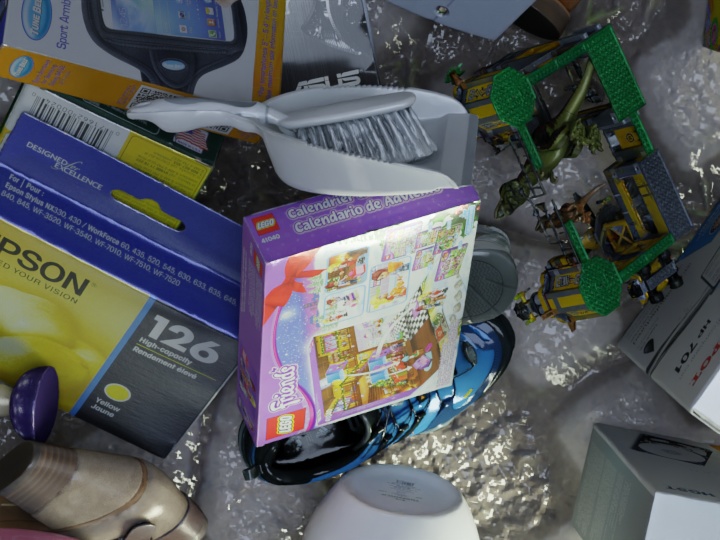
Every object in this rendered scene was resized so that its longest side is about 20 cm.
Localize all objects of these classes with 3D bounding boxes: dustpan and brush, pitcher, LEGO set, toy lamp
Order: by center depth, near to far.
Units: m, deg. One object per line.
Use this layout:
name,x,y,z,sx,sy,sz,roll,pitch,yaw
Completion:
dustpan and brush,-0.035,-0.083,1.531,0.200,0.140,0.057,-7,111,7
toy lamp,-0.296,0.072,1.672,0.200,0.058,0.058,6,99,10
LEGO set,0.114,-0.059,1.674,0.154,0.116,0.200,-44,110,-35
pitcher,-0.012,0.230,1.722,0.171,0.121,0.200,9,110,0

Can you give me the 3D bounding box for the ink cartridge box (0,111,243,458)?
ink cartridge box,-0.166,0.017,1.643,0.198,0.047,0.200,27,138,-10

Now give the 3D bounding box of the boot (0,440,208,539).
boot,-0.204,0.177,1.706,0.200,0.070,0.146,-29,135,36

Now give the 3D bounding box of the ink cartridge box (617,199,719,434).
ink cartridge box,0.257,0.032,1.670,0.086,0.200,0.147,34,94,-10

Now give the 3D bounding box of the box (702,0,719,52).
box,0.335,-0.230,1.677,0.192,0.122,0.200,3,99,-8

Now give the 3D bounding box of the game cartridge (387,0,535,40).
game cartridge,0.029,-0.223,1.602,0.200,0.041,0.133,29,136,-17

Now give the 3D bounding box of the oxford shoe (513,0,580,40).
oxford shoe,0.066,-0.234,1.681,0.200,0.071,0.071,36,79,-18

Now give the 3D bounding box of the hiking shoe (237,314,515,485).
hiking shoe,0.016,0.091,1.711,0.200,0.087,0.074,-30,101,-1

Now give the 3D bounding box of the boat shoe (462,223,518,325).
boat shoe,0.001,-0.001,1.714,0.202,0.065,0.075,-4,119,0

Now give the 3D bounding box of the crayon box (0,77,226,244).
crayon box,-0.179,-0.047,1.651,0.127,0.051,0.200,25,135,-10

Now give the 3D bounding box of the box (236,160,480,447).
box,-0.004,0.021,1.589,0.137,0.200,0.039,-17,57,-16

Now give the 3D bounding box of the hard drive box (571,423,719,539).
hard drive box,0.235,0.168,1.690,0.156,0.200,0.077,11,98,-8

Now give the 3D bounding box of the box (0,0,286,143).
box,-0.143,-0.158,1.579,0.200,0.041,0.119,14,60,-22

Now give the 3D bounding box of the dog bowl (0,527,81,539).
dog bowl,-0.233,0.227,1.663,0.200,0.200,0.074,1,62,-6

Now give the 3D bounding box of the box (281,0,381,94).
box,-0.099,-0.171,1.676,0.200,0.048,0.159,-12,101,-4
